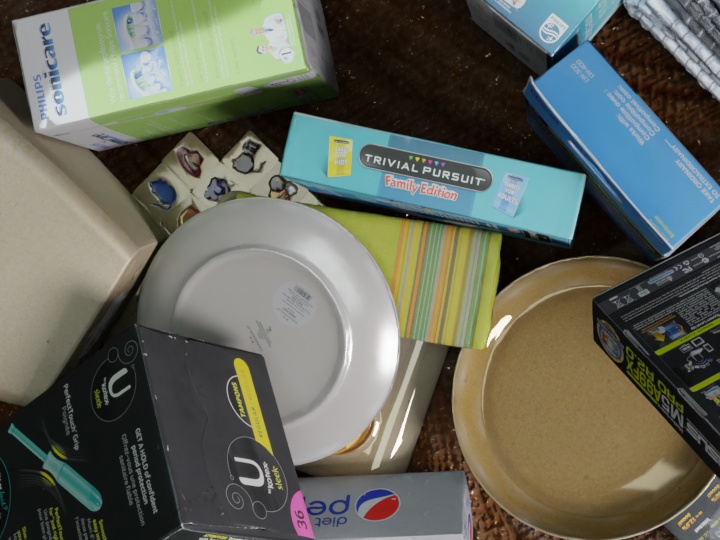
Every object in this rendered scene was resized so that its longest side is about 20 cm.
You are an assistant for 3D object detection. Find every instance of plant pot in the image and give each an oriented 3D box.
[{"bbox_3d":[-0.257,-0.011,1.106,0.177,0.200,0.200,33,95,-2],"label":"plant pot"},{"bbox_3d":[0.164,0.090,1.073,0.200,0.027,0.200,-4,78,18],"label":"plant pot"}]

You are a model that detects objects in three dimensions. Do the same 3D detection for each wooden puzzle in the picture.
[{"bbox_3d":[-0.039,0.055,1.136,0.200,0.046,0.185,19,92,5],"label":"wooden puzzle"}]

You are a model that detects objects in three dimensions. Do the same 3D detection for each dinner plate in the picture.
[{"bbox_3d":[-0.071,0.047,1.097,0.200,0.024,0.200,2,100,13],"label":"dinner plate"}]

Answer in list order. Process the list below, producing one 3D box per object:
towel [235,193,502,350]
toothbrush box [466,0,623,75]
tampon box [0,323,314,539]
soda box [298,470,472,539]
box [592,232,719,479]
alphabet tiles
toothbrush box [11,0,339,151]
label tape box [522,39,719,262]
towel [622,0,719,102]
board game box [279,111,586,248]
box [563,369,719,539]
[{"bbox_3d":[0.000,0.000,1.103,0.200,0.018,0.086,9,86,11],"label":"towel"},{"bbox_3d":[0.168,-0.240,1.069,0.085,0.146,0.200,40,93,6],"label":"toothbrush box"},{"bbox_3d":[-0.156,0.156,1.041,0.200,0.126,0.150,-35,57,29],"label":"tampon box"},{"bbox_3d":[-0.019,0.195,1.115,0.200,0.068,0.063,-4,126,8],"label":"soda box"},{"bbox_3d":[0.276,0.037,0.991,0.200,0.044,0.160,-26,47,-14],"label":"box"},{"bbox_3d":[-0.119,-0.002,1.174,0.166,0.006,0.200,45,95,7],"label":"alphabet tiles"},{"bbox_3d":[-0.128,-0.153,1.108,0.200,0.146,0.086,-13,87,8],"label":"toothbrush box"},{"bbox_3d":[0.179,-0.080,1.036,0.066,0.200,0.143,-41,84,3],"label":"label tape box"},{"bbox_3d":[0.311,-0.186,1.058,0.166,0.086,0.200,-41,83,-15],"label":"towel"},{"bbox_3d":[0.056,-0.061,1.078,0.200,0.151,0.047,12,90,8],"label":"board game box"},{"bbox_3d":[0.271,0.096,1.095,0.158,0.050,0.200,44,95,6],"label":"box"}]
